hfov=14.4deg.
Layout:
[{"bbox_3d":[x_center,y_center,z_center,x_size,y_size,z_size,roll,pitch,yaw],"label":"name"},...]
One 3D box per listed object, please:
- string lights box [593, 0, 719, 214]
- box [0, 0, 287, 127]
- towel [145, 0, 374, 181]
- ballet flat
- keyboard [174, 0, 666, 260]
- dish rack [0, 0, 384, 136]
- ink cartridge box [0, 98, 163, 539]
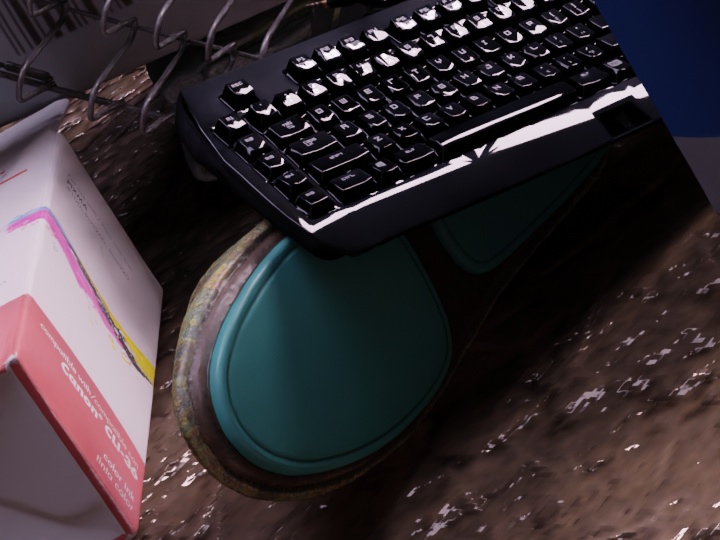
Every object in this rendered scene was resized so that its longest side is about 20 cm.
[{"bbox_3d":[0.087,-0.123,0.694,0.103,0.201,0.059,-44,23,-25],"label":"string lights box"},{"bbox_3d":[-0.080,-0.187,0.945,0.198,0.201,0.171,-21,17,25],"label":"box"},{"bbox_3d":[0.000,-0.107,1.010,0.171,0.048,0.200,-30,21,0],"label":"towel"},{"bbox_3d":[0.000,0.000,0.746,0.070,0.071,0.200,-14,23,42],"label":"ballet flat"},{"bbox_3d":[0.037,-0.071,0.748,0.199,0.040,0.104,-24,44,-34],"label":"keyboard"},{"bbox_3d":[-0.056,-0.103,0.842,0.199,0.154,0.055,14,23,8],"label":"dish rack"},{"bbox_3d":[-0.124,0.032,0.851,0.116,0.068,0.200,-28,22,12],"label":"ink cartridge box"}]
